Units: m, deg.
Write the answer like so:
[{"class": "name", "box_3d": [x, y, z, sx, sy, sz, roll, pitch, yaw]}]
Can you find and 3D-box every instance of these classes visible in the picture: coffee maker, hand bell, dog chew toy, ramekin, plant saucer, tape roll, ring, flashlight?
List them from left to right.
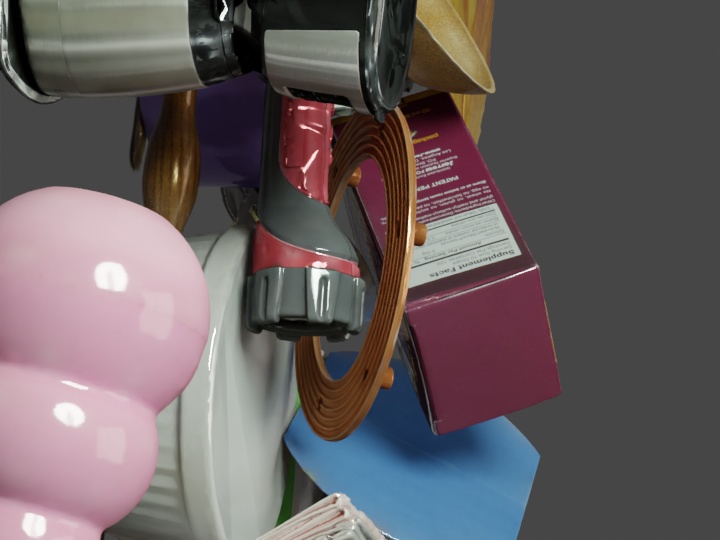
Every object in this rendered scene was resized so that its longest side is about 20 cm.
[{"class": "dog chew toy", "box_3d": [-0.142, 0.066, 0.872, 0.125, 0.124, 0.201, 58, 43, -71]}, {"class": "hand bell", "box_3d": [-0.103, -0.113, 1.078, 0.104, 0.104, 0.201, 42, 53, -75]}, {"class": "ramekin", "box_3d": [-0.104, 0.071, 1.112, 0.202, 0.094, 0.204, 2, 90, -79]}, {"class": "coffee maker", "box_3d": [-0.074, -0.175, 0.950, 0.135, 0.199, 0.193, -63, 153, -66]}, {"class": "tape roll", "box_3d": [-0.077, -0.154, 1.234, 0.200, 0.085, 0.201, 2, 90, -80]}, {"class": "flashlight", "box_3d": [-0.026, -0.063, 1.068, 0.068, 0.067, 0.201, 145, -49, -72]}, {"class": "ring", "box_3d": [0.000, 0.000, 1.101, 0.200, 0.019, 0.201, -171, -90, -72]}, {"class": "plant saucer", "box_3d": [0.012, -0.182, 1.178, 0.200, 0.035, 0.200, 50, 14, -18]}]

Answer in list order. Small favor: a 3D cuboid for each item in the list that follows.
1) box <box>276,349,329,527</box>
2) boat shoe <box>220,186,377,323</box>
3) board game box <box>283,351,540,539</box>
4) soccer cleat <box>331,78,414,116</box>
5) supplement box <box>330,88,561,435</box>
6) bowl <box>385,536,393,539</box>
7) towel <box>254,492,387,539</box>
[{"class": "box", "box_3d": [-0.070, 0.154, 1.300, 0.176, 0.096, 0.201, 51, 44, -77]}, {"class": "boat shoe", "box_3d": [-0.056, -0.016, 1.277, 0.200, 0.059, 0.072, 46, -24, 50]}, {"class": "board game box", "box_3d": [0.029, 0.129, 1.218, 0.039, 0.157, 0.200, -63, 179, 27]}, {"class": "soccer cleat", "box_3d": [-0.006, -0.146, 1.217, 0.200, 0.068, 0.074, -41, 130, -71]}, {"class": "supplement box", "box_3d": [0.050, -0.010, 1.189, 0.200, 0.085, 0.111, -112, -174, -49]}, {"class": "bowl", "box_3d": [0.020, 0.204, 1.339, 0.200, 0.074, 0.201, -64, 156, -67]}, {"class": "towel", "box_3d": [-0.056, 0.219, 1.127, 0.032, 0.191, 0.200, 62, 4, 32]}]
